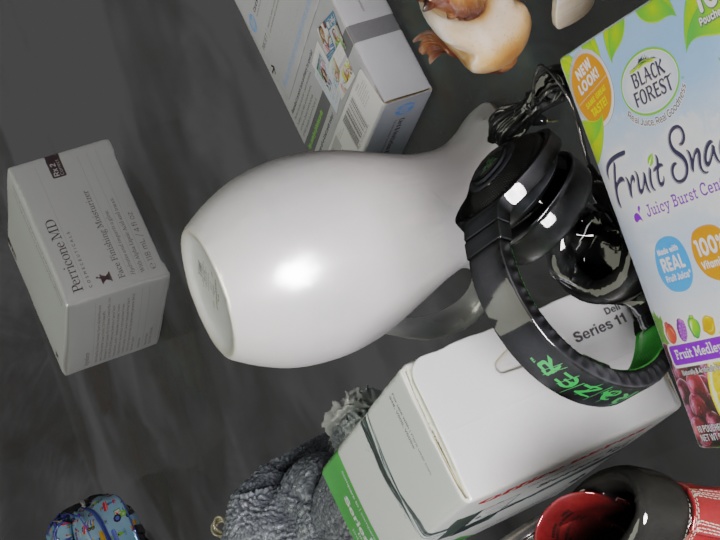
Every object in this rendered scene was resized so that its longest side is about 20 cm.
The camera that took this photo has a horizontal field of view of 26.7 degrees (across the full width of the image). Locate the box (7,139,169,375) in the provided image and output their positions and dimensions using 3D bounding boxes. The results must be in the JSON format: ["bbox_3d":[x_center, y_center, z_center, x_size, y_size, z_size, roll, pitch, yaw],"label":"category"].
[{"bbox_3d":[-0.332,-0.014,1.831,0.200,0.130,0.200,63,158,20],"label":"box"}]

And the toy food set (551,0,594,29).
[{"bbox_3d":[0.059,-0.231,0.765,0.200,0.060,0.144,51,152,41],"label":"toy food set"}]

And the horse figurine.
[{"bbox_3d":[0.039,-0.145,0.769,0.133,0.050,0.200,47,-176,27],"label":"horse figurine"}]

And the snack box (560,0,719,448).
[{"bbox_3d":[0.171,-0.025,0.671,0.142,0.053,0.201,-25,84,68],"label":"snack box"}]

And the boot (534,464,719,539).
[{"bbox_3d":[0.139,0.145,0.751,0.200,0.143,0.073,119,155,-59],"label":"boot"}]

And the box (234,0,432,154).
[{"bbox_3d":[-0.026,-0.163,1.066,0.201,0.041,0.156,63,157,18],"label":"box"}]

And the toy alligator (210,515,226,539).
[{"bbox_3d":[-0.110,0.366,1.711,0.054,0.059,0.201,23,-145,-61],"label":"toy alligator"}]

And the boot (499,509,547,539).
[{"bbox_3d":[0.148,0.262,0.977,0.174,0.069,0.201,49,154,34],"label":"boot"}]

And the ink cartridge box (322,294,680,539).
[{"bbox_3d":[0.075,0.097,0.884,0.083,0.146,0.200,63,159,15],"label":"ink cartridge box"}]

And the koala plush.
[{"bbox_3d":[0.002,0.185,1.138,0.200,0.183,0.178,-39,71,55],"label":"koala plush"}]

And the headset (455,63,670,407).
[{"bbox_3d":[0.098,-0.021,0.775,0.094,0.123,0.201,-35,42,42],"label":"headset"}]

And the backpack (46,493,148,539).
[{"bbox_3d":[-0.408,0.449,2.412,0.200,0.134,0.183,-23,87,66],"label":"backpack"}]

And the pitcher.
[{"bbox_3d":[0.000,0.000,0.917,0.121,0.199,0.172,52,154,41],"label":"pitcher"}]
